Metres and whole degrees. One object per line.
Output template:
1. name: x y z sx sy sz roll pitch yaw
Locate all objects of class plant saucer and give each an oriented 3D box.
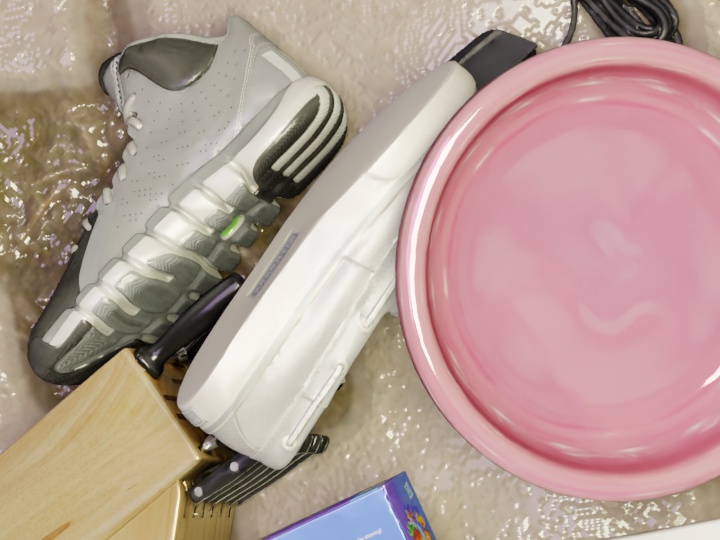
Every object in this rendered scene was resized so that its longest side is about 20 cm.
1. plant saucer: 0.111 -0.001 1.060 0.199 0.051 0.202 -1 93 -9

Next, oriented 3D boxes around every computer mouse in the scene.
1. computer mouse: 0.041 -0.089 1.137 0.200 0.046 0.141 -46 71 12

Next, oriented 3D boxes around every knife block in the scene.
1. knife block: -0.111 0.074 1.173 0.199 0.064 0.177 7 86 23

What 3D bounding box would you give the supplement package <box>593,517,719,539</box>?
1. supplement package: 0.158 0.163 1.024 0.199 0.117 0.118 -14 82 21

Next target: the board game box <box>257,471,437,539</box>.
1. board game box: -0.042 0.194 1.088 0.199 0.045 0.135 -26 87 14

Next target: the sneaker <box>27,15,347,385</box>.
1. sneaker: -0.108 -0.044 1.186 0.200 0.075 0.116 -44 66 2

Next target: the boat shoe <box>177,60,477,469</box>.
1. boat shoe: 0.000 0.000 1.086 0.068 0.072 0.201 37 81 -15
